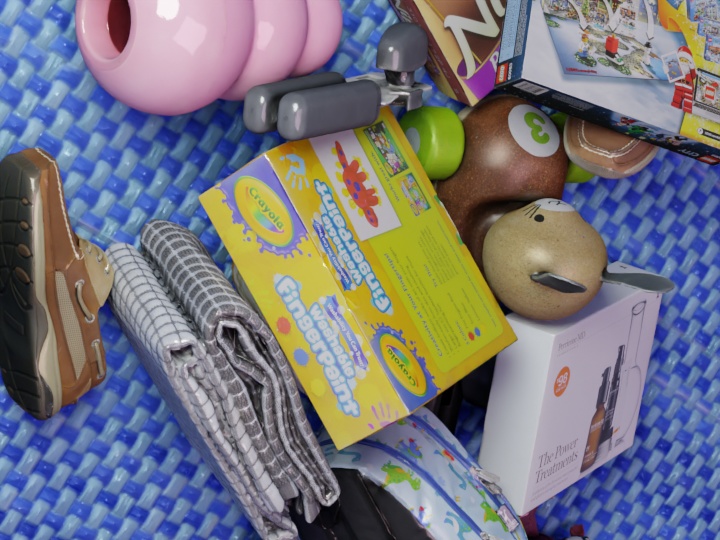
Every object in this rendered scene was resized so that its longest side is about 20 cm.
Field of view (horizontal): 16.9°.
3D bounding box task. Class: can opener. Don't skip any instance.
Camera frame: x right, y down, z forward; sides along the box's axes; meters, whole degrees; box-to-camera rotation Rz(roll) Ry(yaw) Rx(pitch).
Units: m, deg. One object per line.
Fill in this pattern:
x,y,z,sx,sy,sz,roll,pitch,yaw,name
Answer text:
-0.011,-0.134,1.656,0.200,0.053,0.068,-18,118,-60,can opener
0.057,0.114,1.888,0.063,0.079,0.201,-2,122,-40,can opener

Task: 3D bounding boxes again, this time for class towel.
-0.094,0.075,1.701,0.085,0.166,0.201,-33,124,-8,towel

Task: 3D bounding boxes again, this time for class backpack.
0.035,0.196,1.810,0.200,0.163,0.155,38,55,-22,backpack

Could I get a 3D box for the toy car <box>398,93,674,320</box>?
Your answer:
0.135,-0.029,1.782,0.163,0.200,0.159,0,111,-33,toy car

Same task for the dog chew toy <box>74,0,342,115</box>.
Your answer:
-0.092,-0.168,1.627,0.199,0.124,0.126,-6,115,-43,dog chew toy

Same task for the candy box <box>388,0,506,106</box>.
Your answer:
0.117,-0.230,1.770,0.200,0.056,0.117,-40,125,-13,candy box

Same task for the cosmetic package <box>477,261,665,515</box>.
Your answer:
0.165,0.089,1.899,0.200,0.051,0.152,-23,125,-55,cosmetic package

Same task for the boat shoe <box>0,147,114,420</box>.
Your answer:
-0.211,0.005,1.663,0.073,0.076,0.201,-20,129,-30,boat shoe

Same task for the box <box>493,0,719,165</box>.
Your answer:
0.195,-0.169,1.737,0.199,0.038,0.138,17,73,-28,box

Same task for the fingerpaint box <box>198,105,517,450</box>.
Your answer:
0.000,0.000,1.687,0.201,0.073,0.167,60,35,0,fingerpaint box

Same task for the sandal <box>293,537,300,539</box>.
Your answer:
-0.053,0.200,1.863,0.079,0.059,0.208,-31,105,-37,sandal

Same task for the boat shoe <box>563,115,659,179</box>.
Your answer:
0.204,-0.146,1.807,0.201,0.075,0.072,-61,164,-45,boat shoe

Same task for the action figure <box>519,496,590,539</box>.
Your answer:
0.132,0.257,1.975,0.149,0.135,0.199,-37,167,31,action figure

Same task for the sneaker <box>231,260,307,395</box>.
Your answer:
-0.020,0.055,1.793,0.076,0.088,0.200,-48,130,-7,sneaker
